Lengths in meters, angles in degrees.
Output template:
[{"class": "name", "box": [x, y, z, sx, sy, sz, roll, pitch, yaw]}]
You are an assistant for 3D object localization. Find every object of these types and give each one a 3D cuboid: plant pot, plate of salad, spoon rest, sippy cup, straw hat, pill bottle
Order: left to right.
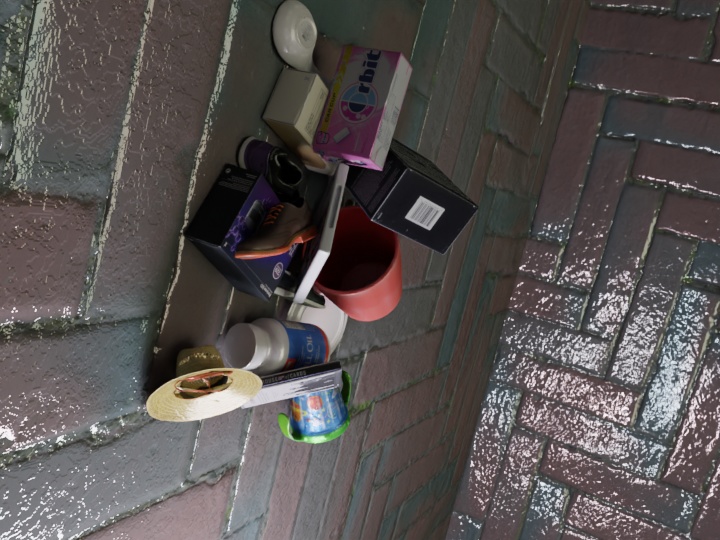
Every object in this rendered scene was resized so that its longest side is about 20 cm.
[{"class": "straw hat", "box": [-0.260, 0.167, 1.147, 0.201, 0.200, 0.086, 51, 17, -61]}, {"class": "pill bottle", "box": [-0.156, 0.148, 1.313, 0.199, 0.112, 0.113, 12, 95, -53]}, {"class": "spoon rest", "box": [-0.090, -0.375, 1.212, 0.200, 0.060, 0.100, 47, 61, -47]}, {"class": "plate of salad", "box": [-0.098, 0.107, 1.491, 0.199, 0.048, 0.202, -25, 123, -46]}, {"class": "sippy cup", "box": [-0.097, 0.282, 1.533, 0.178, 0.138, 0.131, -74, 159, -63]}, {"class": "plant pot", "box": [0.000, 0.000, 1.408, 0.201, 0.199, 0.178, -62, 153, -21]}]

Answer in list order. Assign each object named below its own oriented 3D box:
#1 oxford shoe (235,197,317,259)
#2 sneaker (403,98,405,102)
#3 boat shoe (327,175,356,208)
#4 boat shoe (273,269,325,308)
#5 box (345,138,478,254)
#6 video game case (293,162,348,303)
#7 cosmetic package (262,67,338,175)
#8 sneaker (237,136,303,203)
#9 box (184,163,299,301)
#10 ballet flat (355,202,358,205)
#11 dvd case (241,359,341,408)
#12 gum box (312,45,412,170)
[{"class": "oxford shoe", "box": [-0.139, -0.067, 1.117, 0.200, 0.071, 0.073, -36, 119, -61]}, {"class": "sneaker", "box": [0.017, -0.332, 1.407, 0.085, 0.077, 0.200, 54, 53, -19]}, {"class": "boat shoe", "box": [-0.022, -0.159, 1.440, 0.074, 0.086, 0.204, -21, 124, -59]}, {"class": "boat shoe", "box": [-0.126, 0.029, 1.343, 0.200, 0.075, 0.061, 27, 75, -59]}, {"class": "box", "box": [0.083, -0.155, 1.337, 0.199, 0.199, 0.124, 23, 112, -37]}, {"class": "video game case", "box": [-0.071, -0.062, 1.243, 0.200, 0.023, 0.183, 124, -20, -58]}, {"class": "cosmetic package", "box": [-0.087, -0.260, 1.257, 0.106, 0.071, 0.200, -68, 155, -12]}, {"class": "sneaker", "box": [-0.134, -0.147, 1.212, 0.076, 0.087, 0.200, -65, 155, -15]}, {"class": "box", "box": [-0.187, -0.058, 1.175, 0.142, 0.078, 0.200, -61, 153, -17]}, {"class": "ballet flat", "box": [0.033, -0.151, 1.487, 0.200, 0.067, 0.064, -52, -150, 39]}, {"class": "dvd case", "box": [-0.133, 0.214, 1.306, 0.150, 0.198, 0.025, 98, -21, -70]}, {"class": "gum box", "box": [0.003, -0.276, 1.213, 0.066, 0.113, 0.202, 23, 83, -65]}]
